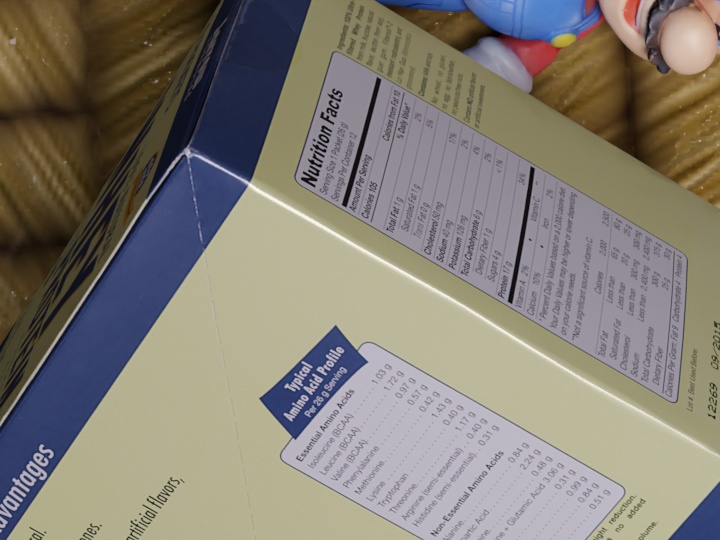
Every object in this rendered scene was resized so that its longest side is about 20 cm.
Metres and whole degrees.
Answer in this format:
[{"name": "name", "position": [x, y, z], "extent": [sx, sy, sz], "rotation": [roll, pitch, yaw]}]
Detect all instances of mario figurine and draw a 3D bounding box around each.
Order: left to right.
[{"name": "mario figurine", "position": [0.073, -0.100, 0.853], "extent": [0.199, 0.123, 0.106], "rotation": [6, 83, 3]}]

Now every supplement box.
[{"name": "supplement box", "position": [-0.004, 0.045, 0.773], "extent": [0.199, 0.134, 0.200], "rotation": [30, 122, -10]}]
